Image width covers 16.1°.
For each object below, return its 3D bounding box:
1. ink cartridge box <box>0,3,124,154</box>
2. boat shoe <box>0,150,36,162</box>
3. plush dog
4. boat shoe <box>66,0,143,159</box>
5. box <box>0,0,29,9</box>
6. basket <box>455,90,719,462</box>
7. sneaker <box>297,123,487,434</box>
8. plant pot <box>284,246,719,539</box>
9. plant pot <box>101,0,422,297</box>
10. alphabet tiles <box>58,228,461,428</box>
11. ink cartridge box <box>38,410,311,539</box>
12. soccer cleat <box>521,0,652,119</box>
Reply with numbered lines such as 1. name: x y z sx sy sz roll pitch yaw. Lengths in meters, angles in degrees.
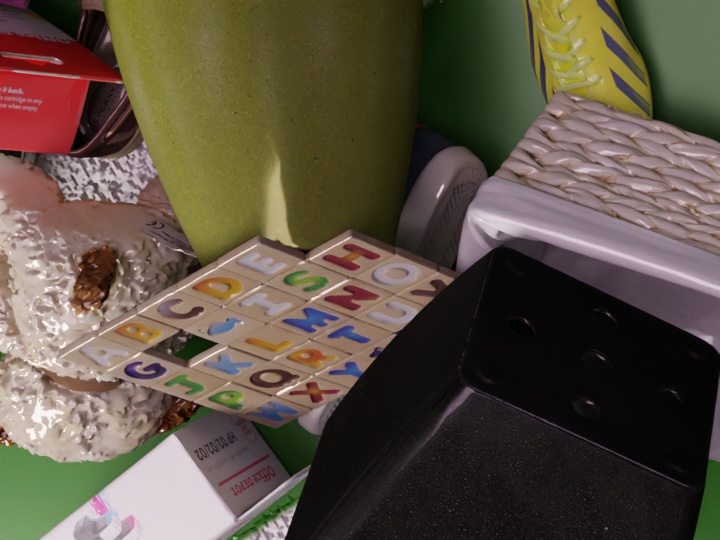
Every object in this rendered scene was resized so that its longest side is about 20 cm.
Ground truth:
1. ink cartridge box: -0.239 -0.123 1.491 0.200 0.116 0.067 36 115 46
2. boat shoe: -0.260 -0.008 1.584 0.072 0.071 0.200 17 101 14
3. plush dog: -0.159 0.039 1.508 0.200 0.161 0.172 2 122 -9
4. boat shoe: -0.133 -0.157 1.527 0.072 0.072 0.200 30 104 11
5. box: -0.255 -0.277 1.475 0.176 0.097 0.200 13 74 -1
6. basket: 0.164 0.001 1.409 0.200 0.123 0.136 19 139 13
7. sneaker: 0.000 0.000 1.515 0.084 0.075 0.200 36 109 27
8. plant pot: 0.084 0.110 1.325 0.200 0.200 0.178 25 123 -2
9. plant pot: -0.045 -0.082 1.413 0.187 0.187 0.200 -16 65 18
10. alphabet tiles: -0.039 0.032 1.400 0.200 0.167 0.008 -28 54 37
11. ink cartridge box: -0.117 0.147 1.538 0.200 0.115 0.068 -38 86 17
12. soccer cleat: 0.115 -0.152 1.446 0.065 0.084 0.201 -15 93 18
